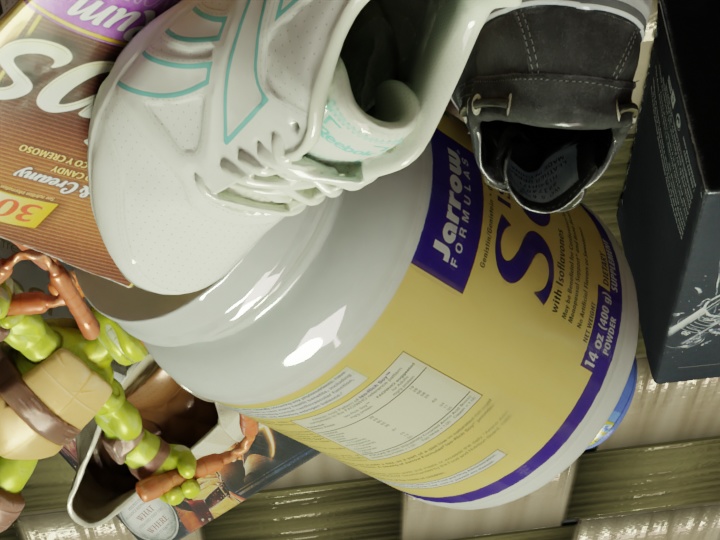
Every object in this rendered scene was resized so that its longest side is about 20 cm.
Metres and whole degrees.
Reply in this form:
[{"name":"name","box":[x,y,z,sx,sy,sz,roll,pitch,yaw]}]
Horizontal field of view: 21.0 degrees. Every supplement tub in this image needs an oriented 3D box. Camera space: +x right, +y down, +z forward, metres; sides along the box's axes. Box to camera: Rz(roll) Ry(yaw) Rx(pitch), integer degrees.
[{"name":"supplement tub","box":[0.000,0.000,0.771,0.145,0.146,0.200,-28,140,31]}]

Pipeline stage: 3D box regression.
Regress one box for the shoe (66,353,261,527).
[{"name":"shoe","box":[-0.078,0.059,0.911,0.070,0.053,0.200,43,129,-3]}]

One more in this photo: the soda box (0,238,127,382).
[{"name":"soda box","box":[-0.203,0.005,0.873,0.200,0.068,0.064,22,136,-29]}]

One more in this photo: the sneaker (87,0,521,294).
[{"name":"sneaker","box":[-0.022,-0.051,0.563,0.070,0.080,0.200,7,137,-33]}]

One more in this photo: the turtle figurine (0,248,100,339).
[{"name":"turtle figurine","box":[-0.193,0.015,0.686,0.161,0.065,0.200,3,174,24]}]

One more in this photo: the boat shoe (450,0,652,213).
[{"name":"boat shoe","box":[0.064,-0.053,0.668,0.070,0.066,0.200,6,173,-2]}]

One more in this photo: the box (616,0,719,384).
[{"name":"box","box":[0.232,-0.042,0.898,0.199,0.104,0.182,-7,152,-2]}]

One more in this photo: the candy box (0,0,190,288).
[{"name":"candy box","box":[-0.057,-0.086,0.614,0.117,0.057,0.200,23,127,-41]}]

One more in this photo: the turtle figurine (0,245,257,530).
[{"name":"turtle figurine","box":[-0.148,0.054,0.823,0.161,0.064,0.200,-41,134,1]}]

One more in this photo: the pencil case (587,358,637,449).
[{"name":"pencil case","box":[0.054,0.041,1.019,0.200,0.078,0.087,18,113,-38]}]

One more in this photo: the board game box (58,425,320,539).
[{"name":"board game box","box":[-0.082,0.048,0.963,0.136,0.035,0.200,49,128,-7]}]
